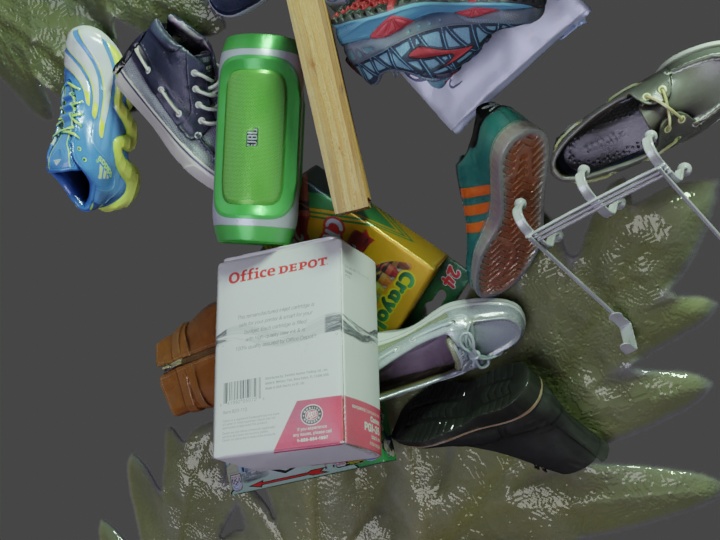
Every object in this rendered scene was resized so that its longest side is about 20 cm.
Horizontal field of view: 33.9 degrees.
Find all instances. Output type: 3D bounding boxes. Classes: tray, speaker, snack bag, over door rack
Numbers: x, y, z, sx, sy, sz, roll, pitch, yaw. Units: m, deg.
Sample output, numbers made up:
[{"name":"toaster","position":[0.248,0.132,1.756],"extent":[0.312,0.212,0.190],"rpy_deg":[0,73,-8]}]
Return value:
[{"name":"tray","position":[-0.027,-0.154,1.120],"extent":[0.037,0.099,0.201],"rpy_deg":[-14,92,2]},{"name":"speaker","position":[-0.100,-0.126,1.163],"extent":[0.088,0.088,0.201],"rpy_deg":[2,89,22]},{"name":"snack bag","position":[0.085,-0.250,1.107],"extent":[0.189,0.021,0.200],"rpy_deg":[-41,90,29]},{"name":"over door rack","position":[0.252,-0.028,1.082],"extent":[0.148,0.067,0.200],"rpy_deg":[-28,122,29]}]

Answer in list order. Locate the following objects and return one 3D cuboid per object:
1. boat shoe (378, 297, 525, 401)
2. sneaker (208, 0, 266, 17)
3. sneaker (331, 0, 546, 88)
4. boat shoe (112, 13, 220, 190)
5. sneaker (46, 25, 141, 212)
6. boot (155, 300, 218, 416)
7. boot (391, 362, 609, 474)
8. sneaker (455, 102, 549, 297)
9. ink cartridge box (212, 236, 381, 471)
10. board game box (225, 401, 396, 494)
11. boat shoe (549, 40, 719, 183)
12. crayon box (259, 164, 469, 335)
[{"name":"boat shoe","position":[0.071,0.086,1.180],"extent":[0.201,0.065,0.075],"rpy_deg":[-15,127,2]},{"name":"sneaker","position":[-0.097,-0.313,1.109],"extent":[0.070,0.108,0.200],"rpy_deg":[48,119,1]},{"name":"sneaker","position":[0.078,-0.218,1.081],"extent":[0.199,0.079,0.096],"rpy_deg":[-3,125,26]},{"name":"boat shoe","position":[-0.163,-0.170,1.208],"extent":[0.200,0.075,0.093],"rpy_deg":[45,127,3]},{"name":"sneaker","position":[-0.287,-0.154,1.249],"extent":[0.076,0.105,0.201],"rpy_deg":[-4,107,24]},{"name":"boot","position":[-0.147,0.127,1.271],"extent":[0.155,0.077,0.200],"rpy_deg":[-27,66,22]},{"name":"boot","position":[0.140,0.175,1.217],"extent":[0.138,0.078,0.200],"rpy_deg":[39,146,-24]},{"name":"sneaker","position":[0.130,-0.069,1.134],"extent":[0.080,0.071,0.200],"rpy_deg":[-125,32,-45]},{"name":"ink cartridge box","position":[-0.060,0.083,1.143],"extent":[0.146,0.083,0.201],"rpy_deg":[-11,68,26]},{"name":"board game box","position":[-0.065,0.160,1.287],"extent":[0.200,0.029,0.135],"rpy_deg":[-17,78,27]},{"name":"boat shoe","position":[0.258,-0.136,1.054],"extent":[0.201,0.060,0.072],"rpy_deg":[-29,96,29]},{"name":"crayon box","position":[0.000,0.000,1.217],"extent":[0.200,0.051,0.127],"rpy_deg":[34,118,8]}]
